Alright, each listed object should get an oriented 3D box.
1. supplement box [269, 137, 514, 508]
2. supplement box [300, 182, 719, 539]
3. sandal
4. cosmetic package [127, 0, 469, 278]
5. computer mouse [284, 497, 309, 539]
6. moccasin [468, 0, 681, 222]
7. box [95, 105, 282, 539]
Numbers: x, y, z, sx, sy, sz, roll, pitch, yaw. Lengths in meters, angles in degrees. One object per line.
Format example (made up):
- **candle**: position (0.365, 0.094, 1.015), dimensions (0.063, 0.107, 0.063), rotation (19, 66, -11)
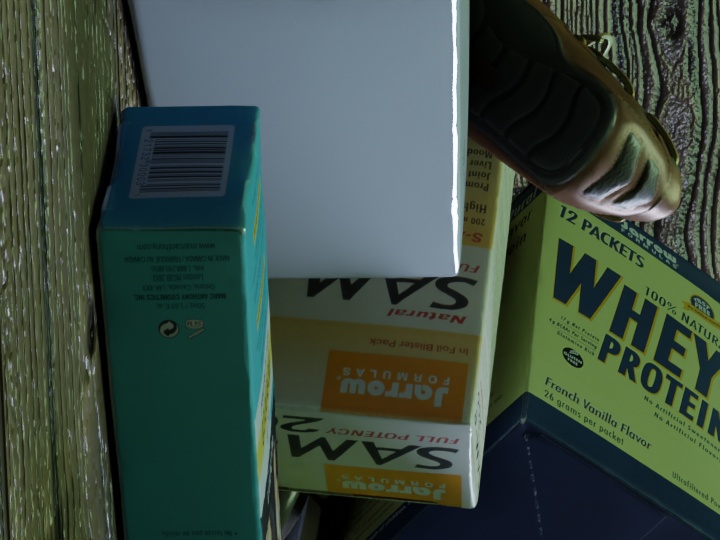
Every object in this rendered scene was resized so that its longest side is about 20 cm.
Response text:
- **supplement box**: position (0.000, 0.000, 1.156), dimensions (0.074, 0.126, 0.200), rotation (86, 10, -54)
- **supplement box**: position (0.080, 0.098, 1.299), dimensions (0.200, 0.134, 0.200), rotation (-46, -160, 33)
- **sandal**: position (-0.028, 0.111, 1.236), dimensions (0.200, 0.054, 0.082), rotation (104, 8, -83)
- **cosmetic package**: position (-0.018, -0.130, 1.010), dimensions (0.200, 0.122, 0.201), rotation (86, 5, -59)
- **computer mouse**: position (-0.039, 0.163, 1.396), dimensions (0.141, 0.046, 0.201), rotation (82, 8, -66)
- **moccasin**: position (0.075, -0.083, 1.120), dimensions (0.074, 0.078, 0.201), rotation (-55, -140, 4)
- **box**: position (-0.056, 0.049, 0.894), dimensions (0.082, 0.049, 0.201), rotation (-87, 176, -57)
